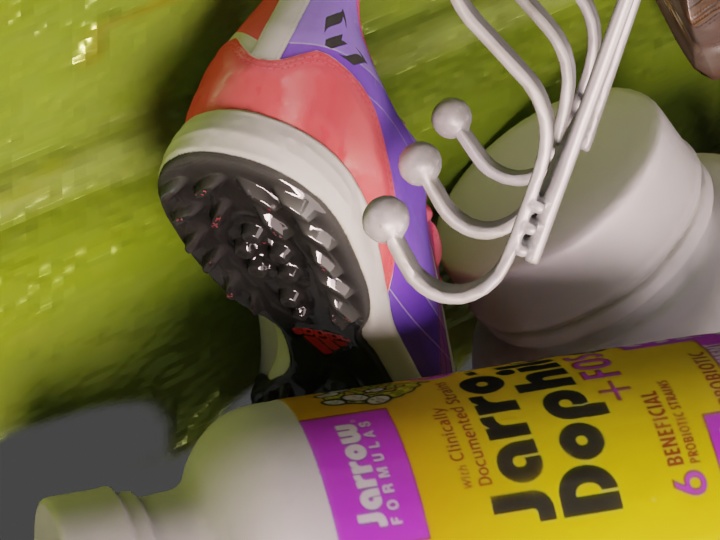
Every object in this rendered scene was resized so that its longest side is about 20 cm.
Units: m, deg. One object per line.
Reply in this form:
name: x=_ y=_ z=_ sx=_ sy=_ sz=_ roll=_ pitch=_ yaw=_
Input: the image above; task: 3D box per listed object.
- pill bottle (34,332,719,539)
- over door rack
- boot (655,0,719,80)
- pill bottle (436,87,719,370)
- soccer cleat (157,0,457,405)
pill bottle: x=0.021 y=0.079 z=0.773 sx=0.199 sy=0.104 sz=0.105 roll=-9 pitch=127 yaw=-14
over door rack: x=0.063 y=-0.100 z=0.728 sx=0.200 sy=0.066 sz=0.148 roll=-60 pitch=180 yaw=17
boot: x=0.164 y=-0.102 z=0.925 sx=0.200 sy=0.064 sz=0.187 roll=-40 pitch=129 yaw=-24
pill bottle: x=0.107 y=0.042 z=0.904 sx=0.109 sy=0.109 sz=0.200 roll=-46 pitch=119 yaw=-12
soccer cleat: x=0.000 y=0.000 z=0.828 sx=0.200 sy=0.068 sz=0.073 roll=66 pitch=40 yaw=-55
